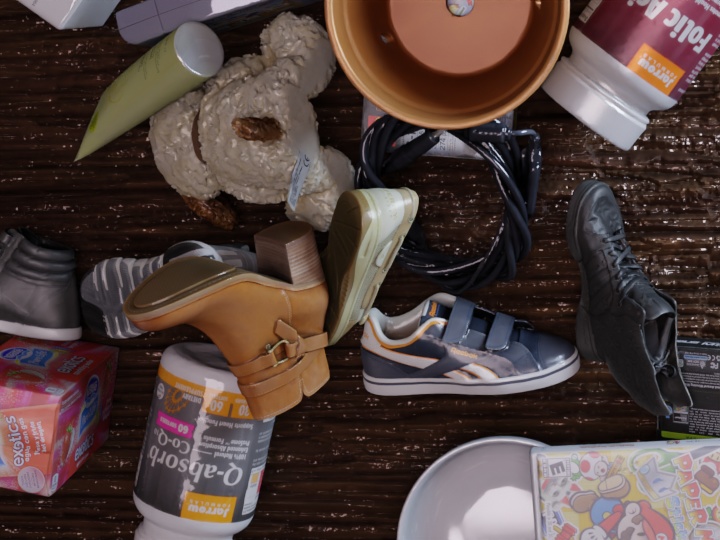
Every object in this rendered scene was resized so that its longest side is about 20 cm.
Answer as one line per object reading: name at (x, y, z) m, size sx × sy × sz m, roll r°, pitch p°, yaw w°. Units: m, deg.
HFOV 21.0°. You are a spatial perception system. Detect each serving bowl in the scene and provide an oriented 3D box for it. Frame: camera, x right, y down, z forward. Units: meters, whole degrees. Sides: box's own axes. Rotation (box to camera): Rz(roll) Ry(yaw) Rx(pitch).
serving bowl at (0.135, 0.244, 1.783) m, size 0.199 × 0.066 × 0.201 m, roll 1°, pitch 100°, yaw 8°

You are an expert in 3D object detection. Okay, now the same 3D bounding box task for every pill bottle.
pill bottle at (-0.145, 0.175, 1.785) m, size 0.116 × 0.116 × 0.201 m, roll 13°, pitch 100°, yaw 6°
pill bottle at (0.252, -0.211, 1.671) m, size 0.114 × 0.114 × 0.200 m, roll 36°, pitch 102°, yaw 1°

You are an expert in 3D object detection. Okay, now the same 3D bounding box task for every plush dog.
plush dog at (-0.115, -0.118, 1.735) m, size 0.171 × 0.160 × 0.201 m, roll -8°, pitch 97°, yaw 35°

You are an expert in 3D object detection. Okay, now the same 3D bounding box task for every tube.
tube at (-0.193, -0.158, 1.709) m, size 0.200 × 0.058 × 0.052 m, roll -26°, pitch 87°, yaw 50°

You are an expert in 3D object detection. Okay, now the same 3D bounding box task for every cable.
cable at (0.073, -0.058, 1.714) m, size 0.162 × 0.051 × 0.201 m, roll 8°, pitch 130°, yaw 1°

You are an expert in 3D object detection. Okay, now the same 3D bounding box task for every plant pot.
plant pot at (0.078, -0.222, 1.624) m, size 0.199 × 0.140 × 0.201 m, roll 1°, pitch 98°, yaw 8°

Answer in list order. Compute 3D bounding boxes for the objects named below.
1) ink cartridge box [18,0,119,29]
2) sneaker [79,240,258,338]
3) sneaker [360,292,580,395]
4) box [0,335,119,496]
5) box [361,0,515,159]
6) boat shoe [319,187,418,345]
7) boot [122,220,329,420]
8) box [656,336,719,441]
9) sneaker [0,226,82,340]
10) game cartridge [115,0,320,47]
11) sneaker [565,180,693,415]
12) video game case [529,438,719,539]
ink cartridge box at (-0.303, -0.303, 1.718) m, size 0.200 × 0.146 × 0.084 m, roll 36°, pitch 102°, yaw 2°
sneaker at (-0.163, 0.017, 1.786) m, size 0.200 × 0.115 × 0.075 m, roll -12°, pitch 85°, yaw 45°
sneaker at (0.096, 0.066, 1.751) m, size 0.199 × 0.078 × 0.080 m, roll -4°, pitch 110°, yaw 10°
box at (-0.293, 0.125, 1.755) m, size 0.099 × 0.200 × 0.096 m, roll 10°, pitch 101°, yaw 6°
box at (0.075, -0.202, 1.727) m, size 0.136 × 0.040 × 0.201 m, roll 4°, pitch 99°, yaw 8°
boat shoe at (-0.001, -0.002, 1.729) m, size 0.063 × 0.201 × 0.073 m, roll -10°, pitch 54°, yaw -23°
boot at (-0.105, 0.060, 1.670) m, size 0.199 × 0.074 × 0.155 m, roll -21°, pitch 117°, yaw -30°
box at (0.360, 0.163, 1.716) m, size 0.199 × 0.047 × 0.194 m, roll 3°, pitch 101°, yaw 30°
sneaker at (-0.354, 0.004, 1.815) m, size 0.199 × 0.071 × 0.100 m, roll 7°, pitch 96°, yaw 3°
game cartridge at (-0.109, -0.238, 1.708) m, size 0.199 × 0.133 × 0.042 m, roll -16°, pitch 96°, yaw 10°
sneaker at (0.240, 0.023, 1.714) m, size 0.104 × 0.060 × 0.201 m, roll 12°, pitch 111°, yaw 50°
video game case at (0.247, 0.251, 1.722) m, size 0.181 × 0.023 × 0.201 m, roll -4°, pitch 98°, yaw 9°
